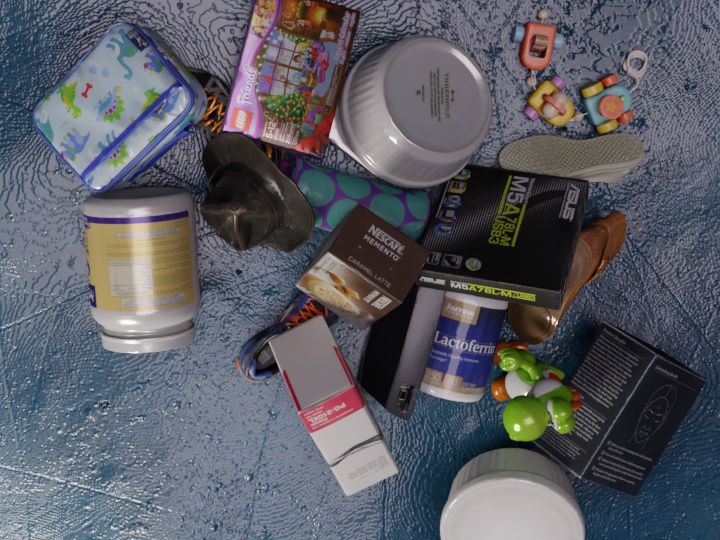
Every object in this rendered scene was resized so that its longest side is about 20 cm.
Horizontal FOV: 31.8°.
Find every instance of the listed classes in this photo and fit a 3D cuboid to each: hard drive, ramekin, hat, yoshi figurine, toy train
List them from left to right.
[{"bbox_3d":[-0.156,-0.081,1.633,0.081,0.201,0.201,-43,104,-28],"label":"hat"},{"bbox_3d":[0.055,0.090,1.726,0.042,0.135,0.200,11,101,-23],"label":"hard drive"},{"bbox_3d":[0.080,-0.215,1.657,0.202,0.094,0.203,5,78,-22],"label":"ramekin"},{"bbox_3d":[0.213,0.340,1.780,0.202,0.094,0.203,3,122,5],"label":"ramekin"},{"bbox_3d":[0.219,0.171,1.724,0.112,0.200,0.112,33,96,-22],"label":"yoshi figurine"},{"bbox_3d":[0.298,-0.266,1.732,0.200,0.056,0.150,13,99,-9],"label":"toy train"}]

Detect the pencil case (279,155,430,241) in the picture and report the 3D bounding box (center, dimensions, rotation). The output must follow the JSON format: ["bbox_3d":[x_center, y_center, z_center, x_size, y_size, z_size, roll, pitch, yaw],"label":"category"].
[{"bbox_3d":[-0.013,-0.091,1.703,0.200,0.092,0.085,15,130,-18],"label":"pencil case"}]

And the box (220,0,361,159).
[{"bbox_3d":[-0.090,-0.257,1.637,0.137,0.039,0.200,14,88,-13],"label":"box"}]

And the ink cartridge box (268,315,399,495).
[{"bbox_3d":[-0.035,0.183,1.691,0.084,0.145,0.200,-26,133,-1],"label":"ink cartridge box"}]

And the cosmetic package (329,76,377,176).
[{"bbox_3d":[-0.035,-0.219,1.702,0.200,0.051,0.083,38,89,-12],"label":"cosmetic package"}]

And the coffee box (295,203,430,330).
[{"bbox_3d":[0.000,0.000,1.631,0.114,0.200,0.080,34,71,-6],"label":"coffee box"}]

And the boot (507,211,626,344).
[{"bbox_3d":[0.291,0.008,1.770,0.077,0.200,0.155,38,51,21],"label":"boot"}]

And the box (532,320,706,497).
[{"bbox_3d":[0.362,0.195,1.769,0.148,0.107,0.200,26,98,-44],"label":"box"}]

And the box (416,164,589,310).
[{"bbox_3d":[0.189,-0.049,1.670,0.193,0.200,0.048,9,142,18],"label":"box"}]

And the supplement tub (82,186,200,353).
[{"bbox_3d":[-0.286,-0.003,1.666,0.145,0.145,0.200,-3,101,-6],"label":"supplement tub"}]

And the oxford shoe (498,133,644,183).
[{"bbox_3d":[0.290,-0.149,1.752,0.200,0.058,0.075,-4,65,-2],"label":"oxford shoe"}]

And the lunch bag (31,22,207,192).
[{"bbox_3d":[-0.307,-0.206,1.629,0.200,0.082,0.161,-40,85,13],"label":"lunch bag"}]

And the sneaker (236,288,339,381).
[{"bbox_3d":[-0.087,0.085,1.739,0.075,0.078,0.200,41,93,-13],"label":"sneaker"}]

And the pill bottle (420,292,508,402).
[{"bbox_3d":[0.138,0.071,1.745,0.116,0.116,0.200,13,98,-9],"label":"pill bottle"}]

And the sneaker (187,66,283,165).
[{"bbox_3d":[-0.182,-0.201,1.676,0.200,0.077,0.078,37,96,-10],"label":"sneaker"}]
